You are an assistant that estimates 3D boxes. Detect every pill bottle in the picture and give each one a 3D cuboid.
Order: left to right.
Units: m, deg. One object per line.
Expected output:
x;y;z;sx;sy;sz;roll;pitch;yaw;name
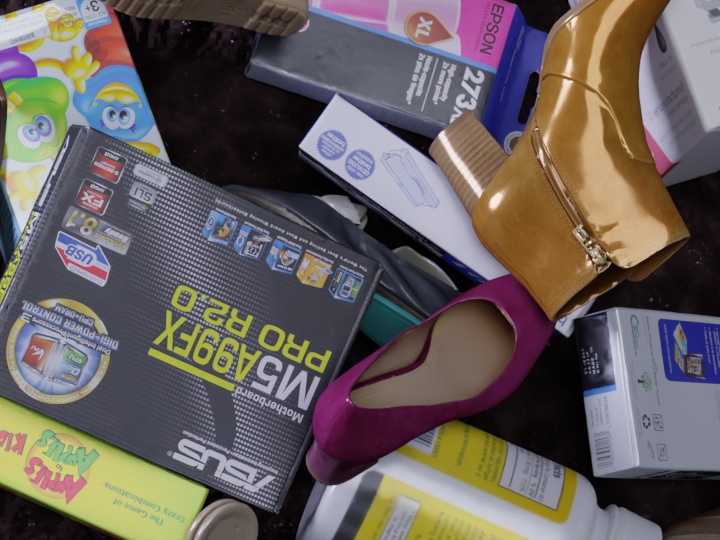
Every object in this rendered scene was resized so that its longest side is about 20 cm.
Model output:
0.072;0.157;1.712;0.200;0.114;0.115;24;74;-3;pill bottle

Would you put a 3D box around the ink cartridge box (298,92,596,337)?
0.054;-0.032;1.759;0.200;0.094;0.044;35;88;0;ink cartridge box

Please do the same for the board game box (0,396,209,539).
-0.191;0.111;1.682;0.200;0.102;0.048;25;81;-3;board game box

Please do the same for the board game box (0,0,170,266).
-0.171;-0.052;1.724;0.103;0.105;0.201;-18;81;-14;board game box

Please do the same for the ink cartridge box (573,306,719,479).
0.209;0.079;1.760;0.200;0.039;0.100;7;72;-47;ink cartridge box

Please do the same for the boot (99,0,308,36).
-0.121;-0.231;1.739;0.200;0.072;0.167;17;44;-41;boot

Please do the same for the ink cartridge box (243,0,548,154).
0.034;-0.139;1.816;0.199;0.037;0.095;19;74;-7;ink cartridge box

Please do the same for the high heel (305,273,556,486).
0.053;0.049;1.638;0.067;0.096;0.200;44;63;10;high heel

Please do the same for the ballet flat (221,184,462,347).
0.000;0.000;1.766;0.200;0.073;0.073;34;74;6;ballet flat

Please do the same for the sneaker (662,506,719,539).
0.275;0.156;1.781;0.199;0.070;0.076;1;59;-14;sneaker

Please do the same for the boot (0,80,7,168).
-0.299;-0.040;1.660;0.146;0.200;0.070;0;48;-27;boot

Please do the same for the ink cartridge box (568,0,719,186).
0.195;-0.168;1.790;0.083;0.147;0.201;-17;80;-16;ink cartridge box

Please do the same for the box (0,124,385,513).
-0.107;0.028;1.643;0.200;0.044;0.161;25;86;-16;box

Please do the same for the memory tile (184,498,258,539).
-0.109;0.240;1.658;0.017;0.153;0.200;26;69;40;memory tile

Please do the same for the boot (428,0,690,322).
0.152;-0.076;1.677;0.201;0.071;0.144;-42;73;7;boot
